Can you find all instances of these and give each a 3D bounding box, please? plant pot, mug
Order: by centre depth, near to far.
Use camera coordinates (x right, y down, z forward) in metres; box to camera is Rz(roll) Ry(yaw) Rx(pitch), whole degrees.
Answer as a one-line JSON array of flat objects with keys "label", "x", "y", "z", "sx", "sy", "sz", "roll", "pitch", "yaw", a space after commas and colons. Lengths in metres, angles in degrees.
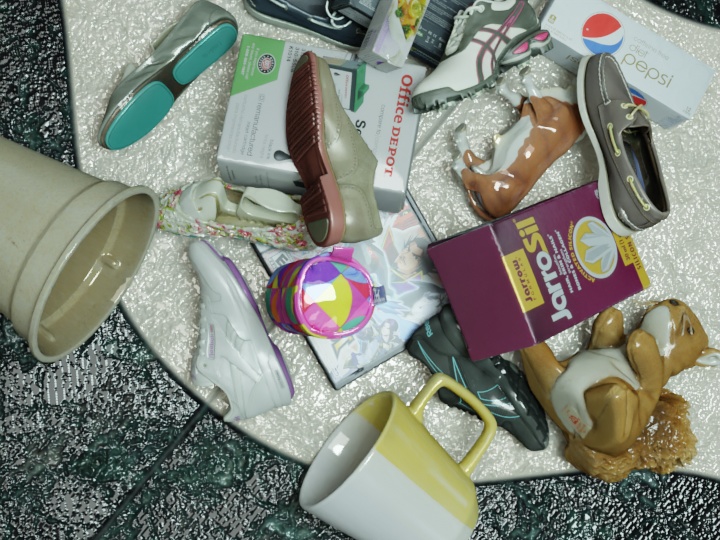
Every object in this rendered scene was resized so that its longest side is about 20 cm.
[{"label": "plant pot", "x": -0.334, "y": -0.041, "z": 1.041, "sx": 0.183, "sy": 0.200, "sz": 0.201, "roll": 31, "pitch": 84, "yaw": 7}, {"label": "mug", "x": 0.052, "y": 0.219, "z": 1.077, "sx": 0.153, "sy": 0.150, "sz": 0.187, "roll": 41, "pitch": 119, "yaw": -11}]

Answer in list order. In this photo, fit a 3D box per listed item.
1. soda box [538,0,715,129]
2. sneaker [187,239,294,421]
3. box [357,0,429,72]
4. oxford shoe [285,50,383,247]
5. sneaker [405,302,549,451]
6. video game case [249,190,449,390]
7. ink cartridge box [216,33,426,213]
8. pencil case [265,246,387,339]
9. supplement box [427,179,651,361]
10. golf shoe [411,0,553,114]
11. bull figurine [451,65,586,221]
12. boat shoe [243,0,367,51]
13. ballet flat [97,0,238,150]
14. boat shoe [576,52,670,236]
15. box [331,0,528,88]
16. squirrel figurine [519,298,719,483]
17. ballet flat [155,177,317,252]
[{"label": "soda box", "x": 0.290, "y": -0.241, "z": 1.173, "sx": 0.200, "sy": 0.064, "sz": 0.068, "roll": 30, "pitch": 84, "yaw": -5}, {"label": "sneaker", "x": -0.146, "y": 0.067, "z": 1.096, "sx": 0.099, "sy": 0.075, "sz": 0.201, "roll": -24, "pitch": 96, "yaw": -5}, {"label": "box", "x": 0.055, "y": -0.300, "z": 1.062, "sx": 0.039, "sy": 0.041, "sz": 0.201, "roll": 25, "pitch": 81, "yaw": -25}, {"label": "oxford shoe", "x": -0.025, "y": -0.120, "z": 1.033, "sx": 0.075, "sy": 0.070, "sz": 0.201, "roll": -3, "pitch": 78, "yaw": -29}, {"label": "sneaker", "x": 0.131, "y": 0.124, "z": 1.138, "sx": 0.079, "sy": 0.075, "sz": 0.200, "roll": -35, "pitch": 103, "yaw": 20}, {"label": "video game case", "x": 0.000, "y": 0.000, "z": 1.146, "sx": 0.180, "sy": 0.026, "sz": 0.200, "roll": -30, "pitch": 90, "yaw": -7}, {"label": "ink cartridge box", "x": -0.038, "y": -0.154, "z": 1.105, "sx": 0.199, "sy": 0.084, "sz": 0.147, "roll": 10, "pitch": 78, "yaw": 1}, {"label": "pencil case", "x": -0.041, "y": 0.024, "z": 1.028, "sx": 0.088, "sy": 0.200, "sz": 0.089, "roll": 1, "pitch": 87, "yaw": -15}, {"label": "supplement box", "x": 0.189, "y": -0.004, "z": 1.089, "sx": 0.200, "sy": 0.103, "sz": 0.131, "roll": -22, "pitch": 91, "yaw": -37}, {"label": "golf shoe", "x": 0.112, "y": -0.226, "z": 1.080, "sx": 0.200, "sy": 0.077, "sz": 0.088, "roll": -38, "pitch": 106, "yaw": -34}, {"label": "bull figurine", "x": 0.182, "y": -0.149, "z": 1.144, "sx": 0.121, "sy": 0.065, "sz": 0.200, "roll": 38, "pitch": 88, "yaw": -25}, {"label": "boat shoe", "x": -0.029, "y": -0.294, "z": 1.139, "sx": 0.199, "sy": 0.062, "sz": 0.075, "roll": 15, "pitch": 78, "yaw": -7}, {"label": "ballet flat", "x": -0.217, "y": -0.212, "z": 1.123, "sx": 0.200, "sy": 0.067, "sz": 0.064, "roll": -45, "pitch": 65, "yaw": -7}, {"label": "boat shoe", "x": 0.277, "y": -0.139, "z": 1.091, "sx": 0.072, "sy": 0.059, "sz": 0.201, "roll": 2, "pitch": 74, "yaw": -38}, {"label": "box", "x": 0.086, "y": -0.309, "z": 1.128, "sx": 0.200, "sy": 0.051, "sz": 0.158, "roll": 23, "pitch": 85, "yaw": -27}, {"label": "squirrel figurine", "x": 0.299, "y": 0.127, "z": 1.133, "sx": 0.186, "sy": 0.141, "sz": 0.201, "roll": -30, "pitch": 119, "yaw": -25}, {"label": "ballet flat", "x": -0.129, "y": -0.068, "z": 1.098, "sx": 0.199, "sy": 0.064, "sz": 0.076, "roll": 7, "pitch": 55, "yaw": 6}]
